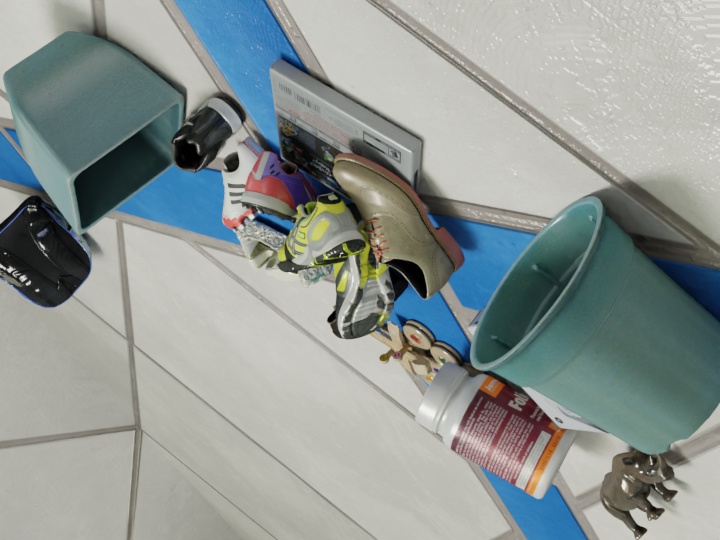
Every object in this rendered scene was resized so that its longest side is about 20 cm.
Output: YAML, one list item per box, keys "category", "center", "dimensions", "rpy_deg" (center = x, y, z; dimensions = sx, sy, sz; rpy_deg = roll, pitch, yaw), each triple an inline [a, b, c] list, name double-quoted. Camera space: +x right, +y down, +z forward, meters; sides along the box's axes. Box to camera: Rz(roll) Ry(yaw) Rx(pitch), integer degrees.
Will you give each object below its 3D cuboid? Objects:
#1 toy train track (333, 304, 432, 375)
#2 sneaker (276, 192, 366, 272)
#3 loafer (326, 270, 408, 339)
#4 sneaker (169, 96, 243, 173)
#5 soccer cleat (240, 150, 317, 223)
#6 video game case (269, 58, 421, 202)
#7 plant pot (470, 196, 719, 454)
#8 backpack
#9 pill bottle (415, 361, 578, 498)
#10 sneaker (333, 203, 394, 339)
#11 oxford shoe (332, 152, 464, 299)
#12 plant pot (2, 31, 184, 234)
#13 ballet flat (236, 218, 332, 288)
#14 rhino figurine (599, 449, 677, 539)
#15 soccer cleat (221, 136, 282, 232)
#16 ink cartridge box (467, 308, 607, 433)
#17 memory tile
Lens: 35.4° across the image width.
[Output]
- category: "toy train track"
  center: [0.024, 0.106, 1.679]
  dimensions: [0.200, 0.033, 0.115]
  rpy_deg: [31, 154, 39]
- category: "sneaker"
  center: [-0.050, -0.044, 1.365]
  dimensions: [0.200, 0.075, 0.077]
  rpy_deg: [-20, 84, 63]
- category: "loafer"
  center: [0.000, 0.034, 1.577]
  dimensions: [0.071, 0.073, 0.200]
  rpy_deg: [45, 148, -3]
- category: "sneaker"
  center: [-0.224, -0.167, 1.512]
  dimensions: [0.066, 0.091, 0.200]
  rpy_deg: [45, 157, -9]
- category: "soccer cleat"
  center: [-0.083, -0.098, 1.426]
  dimensions: [0.068, 0.073, 0.200]
  rpy_deg: [15, 180, 23]
- category: "video game case"
  center: [-0.017, -0.142, 1.324]
  dimensions: [0.200, 0.023, 0.182]
  rpy_deg: [32, 156, 17]
- category: "plant pot"
  center: [0.243, 0.066, 1.101]
  dimensions: [0.196, 0.200, 0.200]
  rpy_deg: [36, 159, -9]
- category: "backpack"
  center: [-0.662, -0.037, 2.347]
  dimensions: [0.200, 0.183, 0.147]
  rpy_deg: [45, -179, -21]
- category: "pill bottle"
  center: [0.183, 0.211, 1.529]
  dimensions: [0.200, 0.114, 0.114]
  rpy_deg: [28, 156, 14]
- category: "sneaker"
  center: [0.000, 0.000, 1.459]
  dimensions: [0.085, 0.074, 0.200]
  rpy_deg: [-124, 34, -44]
- category: "oxford shoe"
  center: [0.035, -0.050, 1.288]
  dimensions: [0.200, 0.075, 0.070]
  rpy_deg: [43, 156, -15]
- category: "plant pot"
  center: [-0.386, -0.210, 1.571]
  dimensions: [0.200, 0.196, 0.196]
  rpy_deg: [45, 159, 9]
- category: "ballet flat"
  center: [-0.128, -0.025, 1.663]
  dimensions: [0.200, 0.072, 0.072]
  rpy_deg: [22, 152, 39]
- category: "rhino figurine"
  center: [0.359, 0.276, 1.461]
  dimensions: [0.087, 0.060, 0.200]
  rpy_deg: [43, 157, 23]
- category: "soccer cleat"
  center: [-0.158, -0.118, 1.545]
  dimensions: [0.085, 0.069, 0.200]
  rpy_deg: [50, 154, 0]
- category: "ink cartridge box"
  center: [0.251, 0.120, 1.366]
  dimensions: [0.200, 0.041, 0.200]
  rpy_deg: [46, 157, -15]
- category: "memory tile"
  center: [0.135, 0.157, 1.651]
  dimensions: [0.200, 0.017, 0.153]
  rpy_deg: [36, 158, 8]
